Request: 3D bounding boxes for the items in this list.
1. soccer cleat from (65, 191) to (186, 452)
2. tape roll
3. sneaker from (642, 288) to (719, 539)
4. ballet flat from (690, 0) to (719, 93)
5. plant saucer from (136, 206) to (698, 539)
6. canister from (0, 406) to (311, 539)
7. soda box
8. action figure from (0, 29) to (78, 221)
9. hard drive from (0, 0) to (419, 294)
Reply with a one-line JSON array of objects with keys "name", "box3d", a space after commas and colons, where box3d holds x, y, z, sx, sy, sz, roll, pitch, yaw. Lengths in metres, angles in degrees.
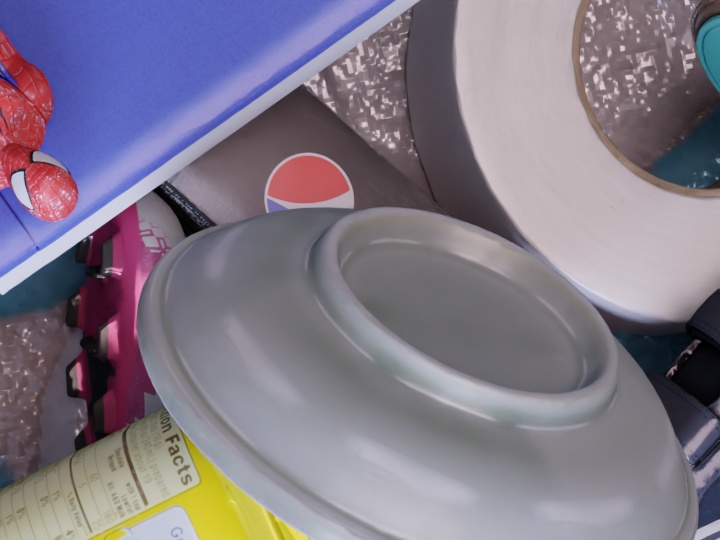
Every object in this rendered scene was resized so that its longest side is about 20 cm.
[{"name": "soccer cleat", "box3d": [-0.060, 0.068, 1.021, 0.086, 0.070, 0.202, -3, 92, -18]}, {"name": "tape roll", "box3d": [0.121, -0.077, 1.077, 0.201, 0.071, 0.204, 1, 85, -14]}, {"name": "sneaker", "box3d": [0.137, 0.046, 1.006, 0.199, 0.078, 0.080, -24, 117, -19]}, {"name": "ballet flat", "box3d": [0.207, -0.051, 1.036, 0.200, 0.068, 0.067, 40, 58, -14]}, {"name": "plant saucer", "box3d": [0.027, 0.029, 0.909, 0.199, 0.201, 0.050, 18, 118, -13]}, {"name": "canister", "box3d": [-0.089, 0.135, 0.943, 0.199, 0.087, 0.149, -26, 93, 3]}, {"name": "soda box", "box3d": [0.000, 0.000, 1.037, 0.200, 0.071, 0.063, 42, 78, -7]}, {"name": "action figure", "box3d": [-0.166, -0.082, 0.927, 0.200, 0.052, 0.065, 41, 76, 15]}, {"name": "hard drive", "box3d": [-0.079, -0.101, 0.962, 0.200, 0.025, 0.132, -36, 71, -7]}]
